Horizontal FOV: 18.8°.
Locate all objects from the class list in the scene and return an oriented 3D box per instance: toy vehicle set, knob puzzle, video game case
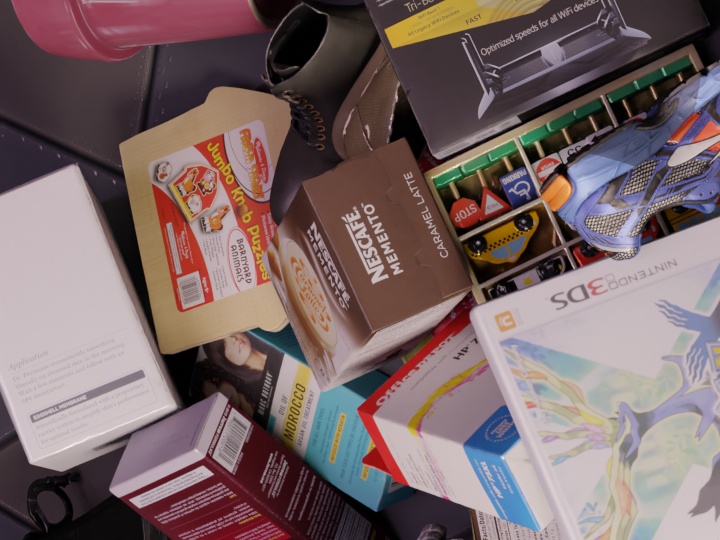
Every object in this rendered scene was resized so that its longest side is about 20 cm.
[{"bbox_3d":[0.154,-0.049,1.427,0.200,0.027,0.125,-26,83,6],"label":"toy vehicle set"},{"bbox_3d":[-0.082,-0.047,1.670,0.219,0.030,0.220,-4,81,28],"label":"knob puzzle"},{"bbox_3d":[0.188,0.084,1.351,0.022,0.182,0.200,110,139,-72],"label":"video game case"}]

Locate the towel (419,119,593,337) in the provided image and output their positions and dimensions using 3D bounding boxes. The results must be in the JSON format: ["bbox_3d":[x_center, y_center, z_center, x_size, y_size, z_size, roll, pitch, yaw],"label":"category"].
[{"bbox_3d":[0.094,-0.046,1.509,0.200,0.022,0.145,-31,81,39],"label":"towel"}]

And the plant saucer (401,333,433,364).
[{"bbox_3d":[0.103,0.019,1.551,0.200,0.031,0.201,11,107,38],"label":"plant saucer"}]

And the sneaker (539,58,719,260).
[{"bbox_3d":[0.210,-0.077,1.368,0.200,0.075,0.079,-34,92,-4],"label":"sneaker"}]

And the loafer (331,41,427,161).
[{"bbox_3d":[0.054,-0.151,1.498,0.067,0.076,0.200,39,108,43],"label":"loafer"}]

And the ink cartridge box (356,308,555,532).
[{"bbox_3d":[0.082,0.093,1.454,0.200,0.116,0.067,13,138,53],"label":"ink cartridge box"}]

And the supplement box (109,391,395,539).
[{"bbox_3d":[-0.079,0.187,1.649,0.109,0.061,0.200,-26,121,40],"label":"supplement box"}]

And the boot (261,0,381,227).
[{"bbox_3d":[-0.043,-0.112,1.551,0.077,0.138,0.200,35,112,26],"label":"boot"}]

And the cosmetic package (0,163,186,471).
[{"bbox_3d":[-0.230,0.043,1.702,0.123,0.199,0.200,-21,84,-4],"label":"cosmetic package"}]

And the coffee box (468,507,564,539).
[{"bbox_3d":[0.183,0.151,1.464,0.200,0.113,0.080,-8,95,41],"label":"coffee box"}]

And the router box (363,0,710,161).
[{"bbox_3d":[0.107,-0.184,1.424,0.200,0.052,0.158,-24,84,7],"label":"router box"}]

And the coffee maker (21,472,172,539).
[{"bbox_3d":[-0.192,0.231,1.773,0.200,0.135,0.192,-33,79,38],"label":"coffee maker"}]

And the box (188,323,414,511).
[{"bbox_3d":[-0.039,0.100,1.673,0.200,0.049,0.082,28,117,31],"label":"box"}]

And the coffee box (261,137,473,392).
[{"bbox_3d":[0.000,0.000,1.497,0.115,0.080,0.200,64,164,9],"label":"coffee box"}]

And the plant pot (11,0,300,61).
[{"bbox_3d":[-0.138,-0.247,1.591,0.179,0.200,0.201,10,107,22],"label":"plant pot"}]

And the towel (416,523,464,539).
[{"bbox_3d":[0.015,0.283,1.508,0.086,0.166,0.200,36,116,17],"label":"towel"}]
